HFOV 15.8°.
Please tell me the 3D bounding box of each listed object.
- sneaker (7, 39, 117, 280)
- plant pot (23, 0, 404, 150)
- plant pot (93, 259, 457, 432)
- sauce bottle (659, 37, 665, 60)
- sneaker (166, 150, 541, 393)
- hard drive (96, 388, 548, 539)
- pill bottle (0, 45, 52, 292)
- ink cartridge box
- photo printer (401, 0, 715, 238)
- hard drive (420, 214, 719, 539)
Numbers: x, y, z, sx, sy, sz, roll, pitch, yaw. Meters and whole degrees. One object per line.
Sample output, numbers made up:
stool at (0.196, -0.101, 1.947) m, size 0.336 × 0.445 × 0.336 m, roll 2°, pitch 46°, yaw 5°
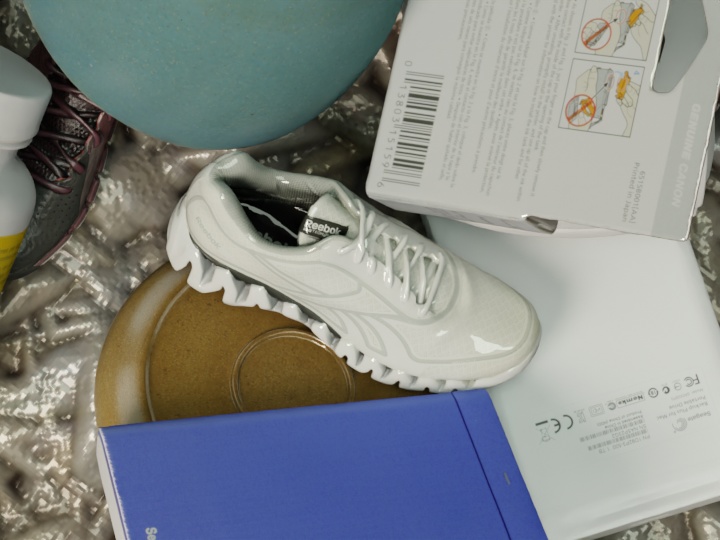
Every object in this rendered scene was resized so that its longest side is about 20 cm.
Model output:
sneaker at (-0.152, -0.093, 1.316) m, size 0.075 × 0.116 × 0.201 m, roll 26°, pitch 83°, yaw -3°
plant pot at (-0.050, -0.170, 1.235) m, size 0.199 × 0.135 × 0.201 m, roll 6°, pitch 77°, yaw -27°
plant pot at (-0.036, 0.063, 1.323) m, size 0.199 × 0.028 × 0.201 m, roll 5°, pitch 61°, yaw -10°
sauce bottle at (0.150, -0.201, 1.309) m, size 0.066 × 0.066 × 0.201 m, roll 12°, pitch 74°, yaw -5°
sneaker at (0.000, 0.000, 1.304) m, size 0.199 × 0.081 × 0.075 m, roll 21°, pitch 59°, yaw -3°
hard drive at (-0.017, 0.118, 1.245) m, size 0.199 × 0.025 × 0.132 m, roll -5°, pitch 42°, yaw -15°
pill bottle at (-0.226, -0.015, 1.273) m, size 0.111 × 0.111 × 0.201 m, roll 24°, pitch 108°, yaw -4°
ink cartridge box at (0.104, -0.117, 1.253) m, size 0.173 × 0.044 × 0.201 m, roll 10°, pitch 84°, yaw 27°
photo printer at (0.103, -0.116, 1.351) m, size 0.165 × 0.069 × 0.201 m, roll 3°, pitch 74°, yaw -3°
hard drive at (0.121, 0.036, 1.362) m, size 0.131 × 0.026 × 0.201 m, roll -16°, pitch 76°, yaw -7°
